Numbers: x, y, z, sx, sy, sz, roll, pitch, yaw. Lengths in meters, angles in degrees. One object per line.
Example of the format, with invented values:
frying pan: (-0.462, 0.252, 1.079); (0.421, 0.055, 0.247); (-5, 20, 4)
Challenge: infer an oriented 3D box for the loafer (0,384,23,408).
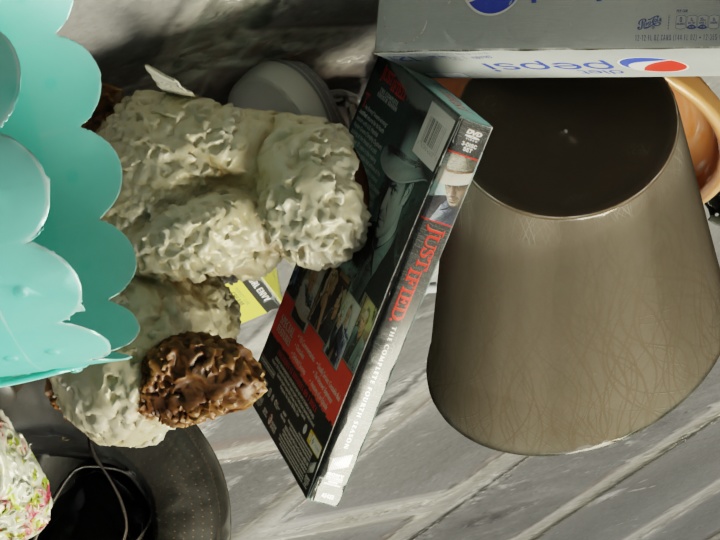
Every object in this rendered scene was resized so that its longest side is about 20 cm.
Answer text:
loafer: (-0.193, -0.011, 1.072); (0.071, 0.200, 0.073); (-35, 132, -4)

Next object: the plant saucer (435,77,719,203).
plant saucer: (0.107, -0.086, 1.229); (0.198, 0.038, 0.201); (10, 155, 5)

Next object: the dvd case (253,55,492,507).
dvd case: (0.000, 0.000, 1.125); (0.022, 0.202, 0.146); (16, -168, -20)

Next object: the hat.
hat: (-0.169, 0.134, 1.250); (0.199, 0.202, 0.081); (-19, -178, 0)

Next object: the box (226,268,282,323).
box: (-0.146, 0.020, 1.329); (0.199, 0.076, 0.050); (-23, 138, 14)

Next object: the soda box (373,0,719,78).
soda box: (0.108, -0.128, 1.048); (0.198, 0.069, 0.063); (2, 173, 30)

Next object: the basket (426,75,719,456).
basket: (0.109, -0.016, 1.170); (0.179, 0.136, 0.201); (-26, 147, -8)

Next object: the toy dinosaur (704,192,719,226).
toy dinosaur: (0.315, -0.036, 1.526); (0.102, 0.135, 0.200); (-48, -169, 30)

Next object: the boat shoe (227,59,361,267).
boat shoe: (-0.021, -0.064, 1.241); (0.069, 0.072, 0.201); (-46, 153, -18)

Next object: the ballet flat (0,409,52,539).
ballet flat: (-0.233, 0.071, 1.155); (0.075, 0.201, 0.064); (-32, -164, 13)

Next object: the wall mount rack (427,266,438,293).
wall mount rack: (0.044, 0.013, 1.507); (0.173, 0.075, 0.200); (-6, 157, -35)

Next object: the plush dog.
plush dog: (-0.104, 0.004, 1.123); (0.159, 0.173, 0.200); (17, 167, -25)

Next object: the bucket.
bucket: (-0.181, -0.046, 0.925); (0.134, 0.209, 0.207); (-14, 162, 3)
